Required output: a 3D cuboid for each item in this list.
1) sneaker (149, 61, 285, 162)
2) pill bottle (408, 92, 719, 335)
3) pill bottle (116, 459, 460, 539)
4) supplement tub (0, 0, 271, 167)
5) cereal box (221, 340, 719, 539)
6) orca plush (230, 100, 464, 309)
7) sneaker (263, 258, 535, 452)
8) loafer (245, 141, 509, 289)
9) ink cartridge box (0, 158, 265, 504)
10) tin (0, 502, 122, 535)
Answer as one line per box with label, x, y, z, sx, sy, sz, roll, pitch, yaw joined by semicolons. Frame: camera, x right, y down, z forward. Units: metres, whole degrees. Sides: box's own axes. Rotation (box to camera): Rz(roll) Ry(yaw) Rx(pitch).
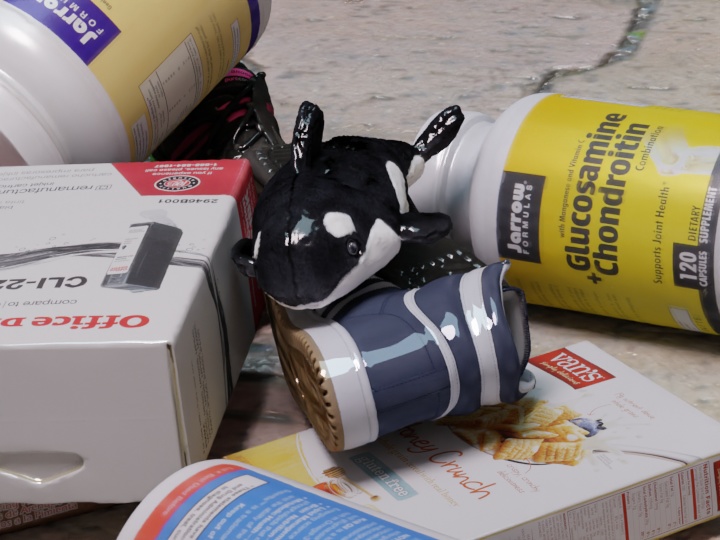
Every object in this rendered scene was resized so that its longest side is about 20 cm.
sneaker;-0.081;-0.078;1.486;0.077;0.084;0.200;-12;23;-23
pill bottle;0.127;-0.033;1.319;0.199;0.112;0.112;9;30;30
pill bottle;0.003;0.150;0.971;0.200;0.113;0.112;16;33;39
supplement tub;-0.159;-0.123;1.403;0.145;0.146;0.200;14;51;37
cereal box;0.055;0.096;1.150;0.199;0.040;0.144;-18;24;-21
orca plush;-0.003;-0.050;1.207;0.105;0.071;0.200;0;22;33
sneaker;0.017;0.025;1.196;0.108;0.070;0.200;-16;19;-7
loafer;0.000;0.000;1.299;0.073;0.072;0.200;-9;36;-33
ink cartridge box;-0.134;0.025;1.211;0.144;0.084;0.200;-2;27;9
tin;-0.177;0.088;1.228;0.199;0.042;0.112;-13;22;-14
